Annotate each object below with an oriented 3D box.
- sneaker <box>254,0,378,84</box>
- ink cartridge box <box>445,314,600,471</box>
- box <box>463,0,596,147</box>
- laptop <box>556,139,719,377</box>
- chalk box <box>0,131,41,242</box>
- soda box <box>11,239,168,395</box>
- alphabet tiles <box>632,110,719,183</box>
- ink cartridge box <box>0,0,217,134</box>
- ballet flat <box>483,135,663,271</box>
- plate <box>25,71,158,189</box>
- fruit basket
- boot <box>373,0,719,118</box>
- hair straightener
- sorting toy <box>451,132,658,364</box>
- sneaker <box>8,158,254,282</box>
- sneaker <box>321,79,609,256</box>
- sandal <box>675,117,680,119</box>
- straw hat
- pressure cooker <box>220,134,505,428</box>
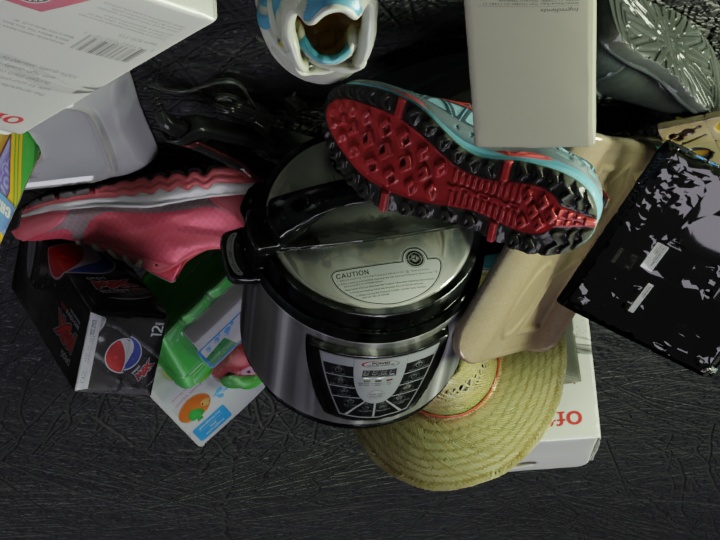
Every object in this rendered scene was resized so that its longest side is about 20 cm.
[{"bbox_3d":[-0.027,-0.154,1.377,0.076,0.081,0.200,-6,162,-1],"label":"sneaker"},{"bbox_3d":[0.119,0.061,1.850,0.146,0.201,0.083,-4,161,-3],"label":"ink cartridge box"},{"bbox_3d":[0.105,-0.158,1.340,0.082,0.069,0.200,1,148,5],"label":"box"},{"bbox_3d":[0.275,-0.018,1.608,0.199,0.103,0.178,26,132,-5],"label":"laptop"},{"bbox_3d":[-0.309,-0.042,1.402,0.124,0.200,0.124,-15,126,25],"label":"chalk box"},{"bbox_3d":[-0.211,0.023,1.694,0.063,0.071,0.200,4,-160,-26],"label":"soda box"},{"bbox_3d":[0.282,-0.070,1.572,0.166,0.008,0.200,-11,154,17],"label":"alphabet tiles"},{"bbox_3d":[-0.203,-0.163,1.304,0.146,0.083,0.200,13,154,-42],"label":"ink cartridge box"},{"bbox_3d":[0.151,-0.061,1.702,0.199,0.068,0.067,-20,-157,-18],"label":"ballet flat"},{"bbox_3d":[-0.252,-0.097,1.565,0.198,0.032,0.200,-6,162,1],"label":"plate"},{"bbox_3d":[-0.101,0.048,1.812,0.185,0.094,0.200,-43,141,-6],"label":"fruit basket"},{"bbox_3d":[0.132,-0.122,1.528,0.199,0.066,0.165,-22,146,33],"label":"boot"},{"bbox_3d":[-0.078,-0.108,1.579,0.077,0.041,0.200,-46,143,16],"label":"hair straightener"},{"bbox_3d":[0.142,-0.020,1.608,0.036,0.186,0.200,34,-169,19],"label":"sorting toy"},{"bbox_3d":[-0.169,-0.030,1.659,0.199,0.087,0.074,-8,-171,9],"label":"sneaker"},{"bbox_3d":[0.069,-0.073,1.474,0.199,0.080,0.096,26,-154,8],"label":"sneaker"},{"bbox_3d":[0.325,-0.092,1.635,0.199,0.088,0.079,5,161,-22],"label":"sandal"},{"bbox_3d":[0.064,0.063,1.720,0.200,0.202,0.085,-10,146,15],"label":"straw hat"},{"bbox_3d":[-0.001,-0.002,1.586,0.178,0.176,0.200,32,147,15],"label":"pressure cooker"}]
